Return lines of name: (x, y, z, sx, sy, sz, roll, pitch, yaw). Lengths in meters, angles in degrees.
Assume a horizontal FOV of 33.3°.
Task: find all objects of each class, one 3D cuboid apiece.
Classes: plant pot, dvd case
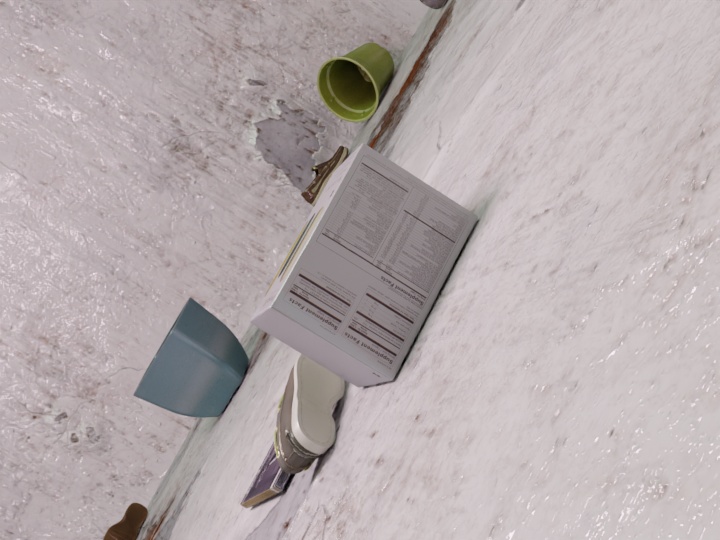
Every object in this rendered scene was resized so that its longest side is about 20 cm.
plant pot: (0.002, -0.559, 3.469, 0.184, 0.200, 0.201, -50, -1, -45)
plant pot: (-0.371, 0.222, 2.753, 0.197, 0.199, 0.197, -56, 8, 19)
dvd case: (-0.096, 0.232, 1.570, 0.150, 0.016, 0.200, -62, 7, -23)

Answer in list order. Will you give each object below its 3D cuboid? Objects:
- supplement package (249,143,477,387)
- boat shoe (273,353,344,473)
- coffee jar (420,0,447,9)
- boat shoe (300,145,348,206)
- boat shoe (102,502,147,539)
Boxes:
supplement package: (0.000, 0.000, 1.305, 0.201, 0.150, 0.152, -61, 8, -14)
boat shoe: (-0.064, 0.161, 1.413, 0.060, 0.072, 0.202, -50, 14, 23)
coffee jar: (0.221, -0.793, 3.217, 0.105, 0.085, 0.201, -56, 8, 47)
boat shoe: (-0.104, -0.280, 3.429, 0.204, 0.074, 0.075, -62, 8, -22)
boat shoe: (-0.607, 0.679, 3.090, 0.063, 0.073, 0.200, -62, -5, 29)
